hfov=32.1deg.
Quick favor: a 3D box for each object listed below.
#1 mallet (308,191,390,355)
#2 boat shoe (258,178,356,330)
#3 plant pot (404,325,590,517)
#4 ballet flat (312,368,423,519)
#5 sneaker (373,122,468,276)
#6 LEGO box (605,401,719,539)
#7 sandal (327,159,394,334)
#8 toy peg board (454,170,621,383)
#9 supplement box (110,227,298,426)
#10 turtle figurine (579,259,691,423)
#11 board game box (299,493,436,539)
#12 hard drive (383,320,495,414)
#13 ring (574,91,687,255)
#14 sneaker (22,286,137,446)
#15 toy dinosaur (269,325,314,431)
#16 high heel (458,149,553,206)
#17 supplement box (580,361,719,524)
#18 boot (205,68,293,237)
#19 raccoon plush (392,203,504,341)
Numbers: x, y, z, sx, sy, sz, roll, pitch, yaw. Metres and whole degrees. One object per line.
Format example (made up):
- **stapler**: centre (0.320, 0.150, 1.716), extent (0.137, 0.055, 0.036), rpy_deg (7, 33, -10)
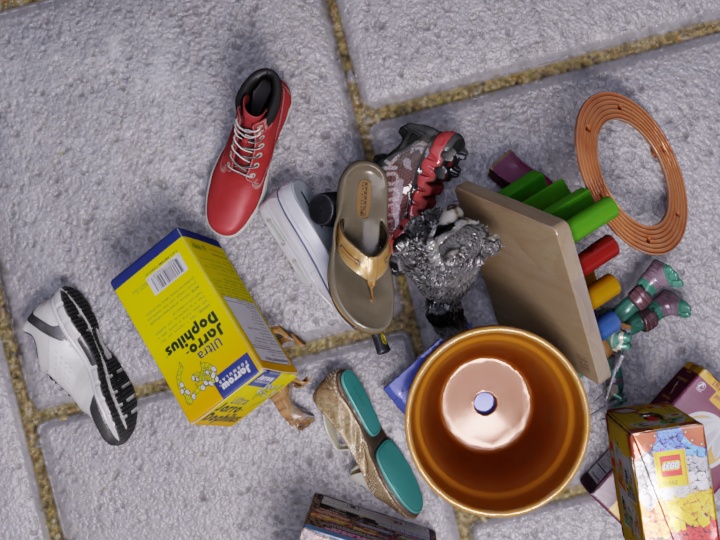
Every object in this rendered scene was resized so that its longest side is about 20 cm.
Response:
- **mallet**: centre (0.000, 0.000, 1.477), extent (0.041, 0.066, 0.202), rpy_deg (-25, 86, 32)
- **boat shoe**: centre (-0.051, -0.011, 1.507), extent (0.066, 0.073, 0.202), rpy_deg (-29, 88, 29)
- **plant pot**: centre (0.147, 0.161, 1.411), extent (0.197, 0.183, 0.203), rpy_deg (0, 90, 1)
- **ballet flat**: centre (0.005, 0.215, 1.511), extent (0.065, 0.070, 0.202), rpy_deg (-29, 87, 28)
- **sneaker**: centre (0.047, -0.087, 1.495), extent (0.097, 0.071, 0.202), rpy_deg (30, 104, 20)
- **LEGO box**: centre (0.321, 0.229, 1.338), extent (0.076, 0.200, 0.151), rpy_deg (-8, 90, 4)
- **sandal**: centre (0.006, -0.030, 1.424), extent (0.079, 0.054, 0.203), rpy_deg (3, 83, -18)
- **toy peg board**: centre (0.222, -0.009, 1.409), extent (0.097, 0.200, 0.201), rpy_deg (-30, 118, -17)
- **supplement box**: centre (-0.181, 0.068, 1.451), extent (0.109, 0.109, 0.201), rpy_deg (-37, 72, 11)
- **turtle figurine**: centre (0.296, 0.084, 1.464), extent (0.200, 0.150, 0.101), rpy_deg (-43, 66, -7)
- **board game box**: centre (0.002, 0.343, 1.436), extent (0.157, 0.200, 0.098), rpy_deg (17, 91, 2)
- **hard drive**: centre (0.141, 0.176, 1.516), extent (0.132, 0.025, 0.200), rpy_deg (-41, 89, 2)
- **ring**: centre (0.311, -0.111, 1.447), extent (0.019, 0.199, 0.202), rpy_deg (-26, 90, 45)
- **sneaker**: centre (-0.339, 0.123, 1.518), extent (0.079, 0.074, 0.202), rpy_deg (-28, 85, 17)
- **toy dinosaur**: centre (-0.124, 0.110, 1.507), extent (0.200, 0.060, 0.106), rpy_deg (43, 93, 1)
- **high heel**: centre (0.149, -0.045, 1.489), extent (0.096, 0.067, 0.200), rpy_deg (42, 89, 11)
- **supplement box**: centre (0.370, 0.221, 1.479), extent (0.110, 0.086, 0.200), rpy_deg (42, 92, 1)
- **boot**: centre (-0.138, -0.136, 1.462), extent (0.072, 0.144, 0.202), rpy_deg (20, 92, 1)
- **raccoon plush**: centre (0.121, 0.012, 1.407), extent (0.096, 0.134, 0.201), rpy_deg (-37, 119, -12)
